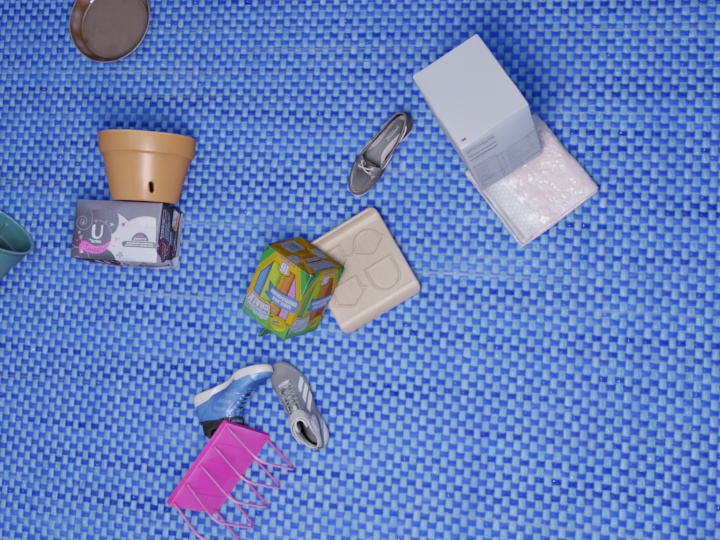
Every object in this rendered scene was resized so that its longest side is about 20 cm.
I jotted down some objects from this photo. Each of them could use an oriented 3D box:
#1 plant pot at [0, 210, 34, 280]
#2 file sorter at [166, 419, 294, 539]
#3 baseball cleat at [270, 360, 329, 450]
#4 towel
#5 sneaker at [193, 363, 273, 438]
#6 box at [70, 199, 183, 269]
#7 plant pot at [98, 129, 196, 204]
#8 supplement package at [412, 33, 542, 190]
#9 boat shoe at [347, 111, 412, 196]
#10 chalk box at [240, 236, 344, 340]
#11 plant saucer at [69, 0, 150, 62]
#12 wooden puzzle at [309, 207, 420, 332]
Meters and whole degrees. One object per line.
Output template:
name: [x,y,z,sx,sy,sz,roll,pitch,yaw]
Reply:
plant pot: [-0.859,-0.026,1.810,0.200,0.200,0.196,42,101,13]
file sorter: [-0.249,0.424,1.630,0.125,0.139,0.200,37,92,38]
baseball cleat: [-0.126,0.267,1.657,0.070,0.106,0.200,-36,78,5]
towel: [0.338,-0.180,1.648,0.191,0.032,0.200,-38,79,5]
sneaker: [-0.248,0.274,1.682,0.200,0.077,0.112,-29,66,18]
box: [-0.499,-0.076,1.770,0.199,0.115,0.133,4,84,13]
plant pot: [-0.451,-0.213,1.737,0.199,0.200,0.141,4,91,12]
supplement package: [0.227,-0.297,1.577,0.147,0.200,0.192,-32,66,8]
boat shoe: [0.035,-0.245,1.705,0.067,0.057,0.200,37,92,13]
chalk box: [-0.144,0.054,1.654,0.124,0.125,0.200,34,115,22]
plant saucer: [-0.564,-0.565,1.879,0.200,0.034,0.201,-1,84,11]
wooden puzzle: [0.000,0.000,1.695,0.185,0.046,0.200,-31,83,7]
